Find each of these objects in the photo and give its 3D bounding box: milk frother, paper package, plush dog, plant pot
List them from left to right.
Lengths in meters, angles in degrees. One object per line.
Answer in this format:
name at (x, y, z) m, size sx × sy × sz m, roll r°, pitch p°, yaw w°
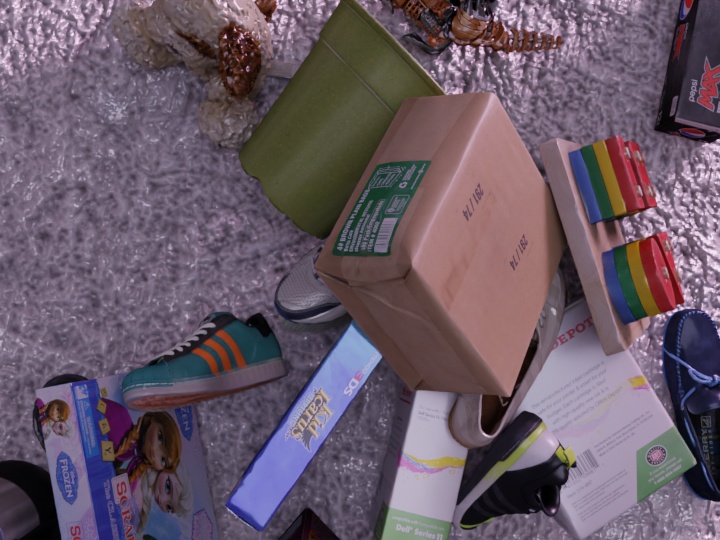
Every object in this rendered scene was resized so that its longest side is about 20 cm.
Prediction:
milk frother at (-0.330, 0.204, 0.864) m, size 0.179 × 0.188 × 0.202 m, roll -4°, pitch 86°, yaw -3°
plush dog at (-0.144, -0.241, 0.910) m, size 0.160 × 0.172 × 0.200 m, roll -43°, pitch 88°, yaw -5°
plant pot at (-0.016, -0.137, 0.918) m, size 0.190 × 0.200 × 0.200 m, roll -44°, pitch 89°, yaw 9°
paper package at (0.079, -0.022, 0.789) m, size 0.191 × 0.103 × 0.201 m, roll 52°, pitch 52°, yaw -35°

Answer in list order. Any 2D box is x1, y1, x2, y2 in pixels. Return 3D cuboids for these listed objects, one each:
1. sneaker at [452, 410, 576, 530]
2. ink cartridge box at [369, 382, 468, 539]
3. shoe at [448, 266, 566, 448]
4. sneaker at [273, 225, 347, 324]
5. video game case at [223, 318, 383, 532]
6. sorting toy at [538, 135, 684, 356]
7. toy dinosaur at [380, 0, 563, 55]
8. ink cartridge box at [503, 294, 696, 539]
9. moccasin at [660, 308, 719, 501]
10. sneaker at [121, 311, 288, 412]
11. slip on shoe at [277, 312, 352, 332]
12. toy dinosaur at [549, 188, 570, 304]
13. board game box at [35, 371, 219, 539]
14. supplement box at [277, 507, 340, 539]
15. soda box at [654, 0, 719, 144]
sneaker at (0.146, 0.215, 0.881) m, size 0.083 × 0.200 × 0.072 m, roll 39°, pitch 54°, yaw 16°
ink cartridge box at (0.067, 0.173, 0.918) m, size 0.067 × 0.117 × 0.201 m, roll 14°, pitch 85°, yaw -3°
shoe at (0.145, 0.074, 0.858) m, size 0.070 × 0.053 × 0.201 m, roll 27°, pitch 74°, yaw 0°
sneaker at (-0.004, -0.027, 0.885) m, size 0.199 × 0.085 × 0.077 m, roll -35°, pitch 64°, yaw -6°
video game case at (-0.047, 0.140, 0.883) m, size 0.045 × 0.181 × 0.201 m, roll 35°, pitch 85°, yaw 1°
sorting toy at (0.256, -0.035, 0.895) m, size 0.069 × 0.200 × 0.200 m, roll -18°, pitch 87°, yaw 24°
toy dinosaur at (0.117, -0.287, 0.981) m, size 0.199 × 0.102 × 0.136 m, roll 21°, pitch 101°, yaw -19°
ink cartridge box at (0.219, 0.144, 0.942) m, size 0.145 × 0.088 × 0.201 m, roll -31°, pitch 90°, yaw -4°
moccasin at (0.368, 0.138, 0.957) m, size 0.080 × 0.068 × 0.201 m, roll -11°, pitch 86°, yaw -3°
sneaker at (-0.156, 0.085, 0.896) m, size 0.071 × 0.199 × 0.080 m, roll -26°, pitch 78°, yaw 33°
slip on shoe at (0.000, 0.000, 0.959) m, size 0.199 × 0.074 × 0.061 m, roll -33°, pitch 57°, yaw 0°
toy dinosaur at (0.145, -0.027, 0.956) m, size 0.135 × 0.086 × 0.201 m, roll 2°, pitch 80°, yaw 5°
board game box at (-0.210, 0.195, 0.865) m, size 0.041 × 0.199 × 0.201 m, roll -12°, pitch 87°, yaw 18°
supplement box at (-0.041, 0.309, 0.862) m, size 0.110 × 0.200 × 0.086 m, roll 43°, pitch 86°, yaw 1°
soda box at (0.377, -0.244, 0.987) m, size 0.070 × 0.063 × 0.201 m, roll 13°, pitch 86°, yaw -1°
